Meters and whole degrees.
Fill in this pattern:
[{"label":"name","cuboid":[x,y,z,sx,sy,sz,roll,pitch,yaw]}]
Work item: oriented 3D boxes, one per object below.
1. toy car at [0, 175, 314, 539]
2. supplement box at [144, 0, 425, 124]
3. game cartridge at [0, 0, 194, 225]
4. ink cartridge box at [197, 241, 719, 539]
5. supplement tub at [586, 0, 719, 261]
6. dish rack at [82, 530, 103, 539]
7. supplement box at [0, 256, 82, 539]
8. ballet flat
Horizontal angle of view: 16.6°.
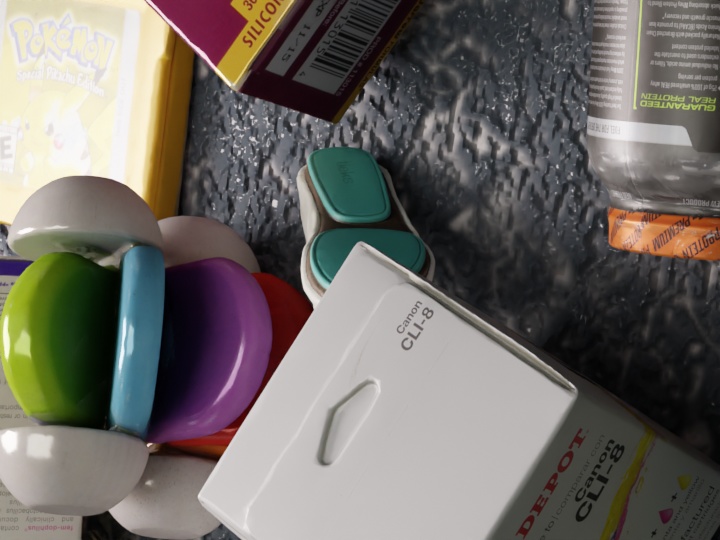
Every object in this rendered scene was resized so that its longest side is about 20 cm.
[{"label":"toy car","cuboid":[-0.097,0.046,1.313,0.149,0.199,0.177,-6,73,35]},{"label":"supplement box","cuboid":[-0.061,-0.193,1.309,0.200,0.103,0.131,44,106,30]},{"label":"game cartridge","cuboid":[-0.171,-0.120,1.470,0.175,0.032,0.202,13,102,39]},{"label":"ink cartridge box","cuboid":[0.055,0.104,1.156,0.144,0.200,0.146,34,93,35]},{"label":"supplement tub","cuboid":[0.165,-0.108,1.121,0.122,0.122,0.202,9,98,40]},{"label":"dish rack","cuboid":[-0.152,0.262,1.463,0.200,0.054,0.154,49,121,28]},{"label":"supplement box","cuboid":[-0.223,0.092,1.457,0.101,0.103,0.202,2,90,60]},{"label":"ballet flat","cuboid":[0.000,0.000,1.263,0.200,0.069,0.070,-104,33,-65]}]
